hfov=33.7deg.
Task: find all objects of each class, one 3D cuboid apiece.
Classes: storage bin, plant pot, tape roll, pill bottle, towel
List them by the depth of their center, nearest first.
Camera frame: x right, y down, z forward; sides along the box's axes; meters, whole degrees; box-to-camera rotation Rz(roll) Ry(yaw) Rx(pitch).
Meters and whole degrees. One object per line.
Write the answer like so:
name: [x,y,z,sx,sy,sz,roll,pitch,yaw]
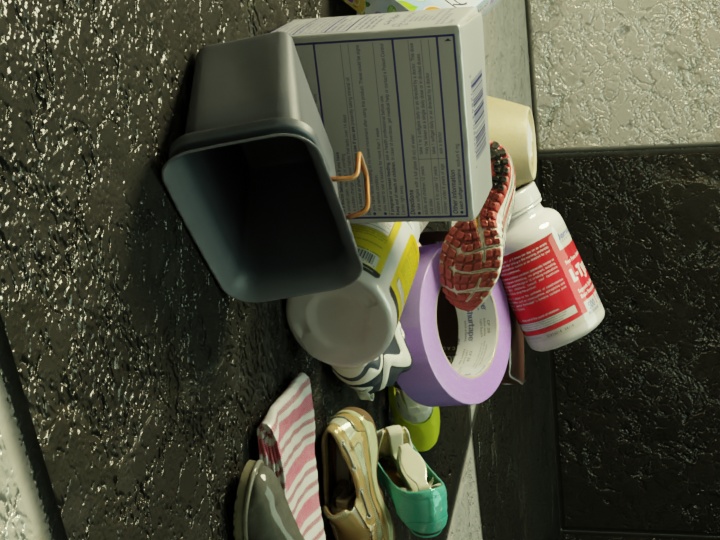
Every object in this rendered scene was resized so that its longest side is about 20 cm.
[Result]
storage bin: [-0.067,-0.091,0.971,0.201,0.143,0.136,68,15,-54]
towel: [-0.060,0.214,1.146,0.146,0.029,0.204,-56,142,-72]
pill bottle: [0.000,0.000,1.239,0.201,0.112,0.116,-65,151,-58]
tape roll: [0.109,0.067,1.485,0.199,0.065,0.204,10,76,-50]
pill bottle: [0.231,-0.007,1.553,0.202,0.111,0.112,63,20,-8]
plant pot: [0.126,-0.158,1.554,0.187,0.196,0.191,-4,90,-74]

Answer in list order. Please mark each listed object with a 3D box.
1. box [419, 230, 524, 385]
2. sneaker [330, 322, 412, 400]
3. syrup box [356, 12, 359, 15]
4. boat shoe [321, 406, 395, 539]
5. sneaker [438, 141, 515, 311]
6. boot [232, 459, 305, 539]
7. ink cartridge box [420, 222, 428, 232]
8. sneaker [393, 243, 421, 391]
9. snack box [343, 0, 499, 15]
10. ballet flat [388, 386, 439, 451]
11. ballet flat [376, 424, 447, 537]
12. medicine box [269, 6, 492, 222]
box: [0.145,0.056,1.690,0.164,0.163,0.204,33,57,-73]
sneaker: [0.020,0.059,1.382,0.130,0.078,0.202,70,24,-54]
syrup box: [0.036,-0.274,1.460,0.082,0.077,0.203,65,28,-56]
boat shoe: [-0.015,0.254,1.288,0.076,0.071,0.204,-27,109,-58]
sneaker: [0.151,-0.050,1.429,0.082,0.077,0.204,8,97,-67]
boot: [-0.006,0.251,1.032,0.073,0.196,0.185,-53,140,-68]
ink cartridge box: [0.081,-0.149,1.400,0.201,0.067,0.117,-54,151,-7]
sneaker: [0.039,0.054,1.506,0.081,0.076,0.204,1,82,-57]
snack box: [0.079,-0.339,1.401,0.200,0.141,0.053,-46,169,-43]
ballet flat: [0.065,0.138,1.572,0.067,0.066,0.204,38,46,-81]
ballet flat: [0.048,0.217,1.343,0.200,0.066,0.072,-131,-140,-58]
medicine box: [0.018,-0.149,1.147,0.103,0.196,0.185,-52,139,-63]
